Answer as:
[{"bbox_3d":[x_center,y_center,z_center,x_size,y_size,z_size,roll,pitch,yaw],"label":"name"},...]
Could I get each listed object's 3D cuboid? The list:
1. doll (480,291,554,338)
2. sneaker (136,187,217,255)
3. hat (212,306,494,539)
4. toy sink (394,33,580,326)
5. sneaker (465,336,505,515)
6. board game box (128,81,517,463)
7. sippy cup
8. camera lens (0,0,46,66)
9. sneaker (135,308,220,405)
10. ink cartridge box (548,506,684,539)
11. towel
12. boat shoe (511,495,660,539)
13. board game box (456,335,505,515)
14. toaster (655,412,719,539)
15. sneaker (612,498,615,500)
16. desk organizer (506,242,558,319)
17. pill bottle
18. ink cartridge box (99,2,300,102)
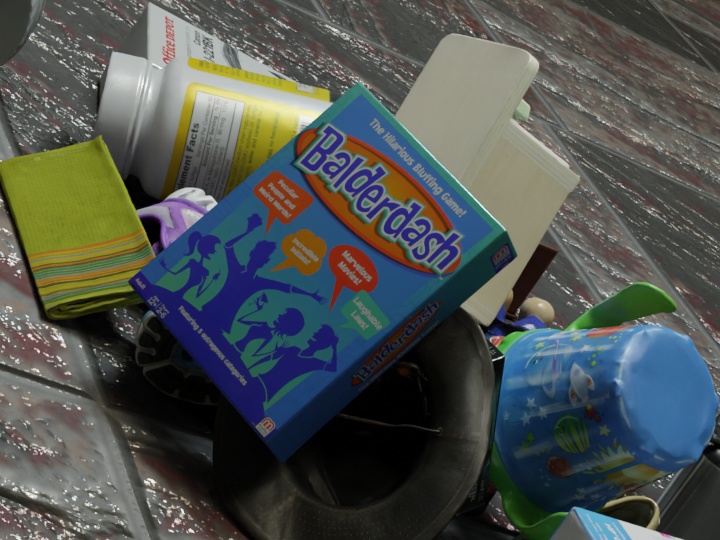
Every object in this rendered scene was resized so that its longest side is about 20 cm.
[{"bbox_3d":[0.105,0.059,1.766,0.136,0.049,0.200,25,18,6],"label":"doll"},{"bbox_3d":[-0.103,0.001,1.512,0.200,0.081,0.088,25,20,39],"label":"sneaker"},{"bbox_3d":[0.001,0.104,1.370,0.201,0.201,0.081,43,-8,24],"label":"hat"},{"bbox_3d":[0.090,-0.075,1.748,0.112,0.201,0.130,34,-7,-35],"label":"toy sink"},{"bbox_3d":[0.088,0.087,1.587,0.067,0.108,0.202,27,21,-18],"label":"sneaker"},{"bbox_3d":[-0.025,-0.001,1.351,0.152,0.200,0.045,46,-6,26],"label":"board game box"},{"bbox_3d":[0.166,0.096,1.445,0.139,0.130,0.179,1,77,-37],"label":"sippy cup"},{"bbox_3d":[-0.318,-0.244,1.643,0.159,0.160,0.200,27,21,-17],"label":"camera lens"},{"bbox_3d":[-0.060,0.067,1.455,0.199,0.079,0.090,31,13,-17],"label":"sneaker"},{"bbox_3d":[0.192,0.238,1.389,0.199,0.115,0.068,19,24,-34],"label":"ink cartridge box"},{"bbox_3d":[-0.198,-0.033,1.496,0.086,0.018,0.200,-11,36,-14],"label":"towel"},{"bbox_3d":[0.152,0.198,1.495,0.073,0.063,0.200,43,21,24],"label":"boat shoe"},{"bbox_3d":[0.026,0.056,1.469,0.028,0.136,0.200,-20,45,-26],"label":"board game box"},{"bbox_3d":[0.320,0.198,1.675,0.200,0.119,0.181,38,19,10],"label":"toaster"},{"bbox_3d":[0.174,0.142,1.663,0.090,0.067,0.200,34,16,9],"label":"sneaker"},{"bbox_3d":[0.071,-0.032,1.880,0.199,0.077,0.072,19,24,-35],"label":"desk organizer"},{"bbox_3d":[-0.107,-0.102,1.662,0.199,0.115,0.114,13,23,-7],"label":"pill bottle"},{"bbox_3d":[-0.114,-0.125,1.798,0.199,0.084,0.144,26,22,-18],"label":"ink cartridge box"}]
